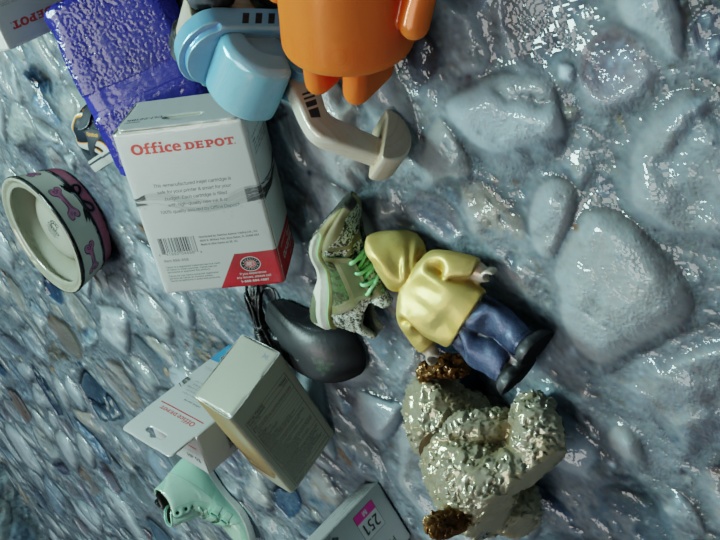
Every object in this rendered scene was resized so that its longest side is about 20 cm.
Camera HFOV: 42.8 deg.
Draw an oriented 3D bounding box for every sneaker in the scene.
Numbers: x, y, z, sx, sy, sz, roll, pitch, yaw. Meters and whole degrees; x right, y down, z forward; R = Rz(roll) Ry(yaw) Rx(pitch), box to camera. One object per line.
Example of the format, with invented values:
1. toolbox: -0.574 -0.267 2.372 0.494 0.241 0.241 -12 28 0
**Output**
1. sneaker: -0.308 -0.180 1.142 0.199 0.078 0.080 -11 115 52
2. sneaker: 0.000 0.000 0.962 0.088 0.077 0.201 25 145 18
3. sneaker: -0.276 0.429 1.596 0.201 0.118 0.074 53 143 -3

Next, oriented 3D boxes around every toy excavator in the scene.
1. toy excavator: -0.066 -0.170 0.840 0.100 0.192 0.202 -50 52 54

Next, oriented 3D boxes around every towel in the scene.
1. towel: -0.244 -0.221 1.018 0.146 0.050 0.202 -20 109 11

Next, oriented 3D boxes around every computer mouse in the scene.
1. computer mouse: -0.078 0.093 1.135 0.198 0.053 0.140 14 129 42

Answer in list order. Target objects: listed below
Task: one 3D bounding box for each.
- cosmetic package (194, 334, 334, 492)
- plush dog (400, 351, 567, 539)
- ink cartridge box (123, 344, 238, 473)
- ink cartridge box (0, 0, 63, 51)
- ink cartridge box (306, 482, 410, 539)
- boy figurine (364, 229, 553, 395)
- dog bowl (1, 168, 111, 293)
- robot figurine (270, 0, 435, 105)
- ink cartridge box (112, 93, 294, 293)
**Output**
1. cosmetic package: -0.118 0.185 1.169 0.071 0.106 0.201 21 151 35
2. plush dog: 0.100 0.181 0.948 0.172 0.159 0.202 55 153 39
3. ink cartridge box: -0.205 0.195 1.241 0.115 0.199 0.067 17 132 40
4. ink cartridge box: -0.393 -0.364 1.023 0.084 0.146 0.202 8 126 43
5. ink cartridge box: -0.006 0.409 1.197 0.043 0.200 0.175 -21 104 53
6. boy figurine: 0.081 0.034 0.883 0.199 0.064 0.125 38 123 23
7. dog bowl: -0.467 -0.069 1.425 0.199 0.074 0.202 30 138 30
8. robot figurine: -0.010 -0.235 0.722 0.144 0.115 0.202 -123 22 -46
9. ink cartridge box: -0.164 -0.085 0.999 0.142 0.084 0.202 -5 124 9
